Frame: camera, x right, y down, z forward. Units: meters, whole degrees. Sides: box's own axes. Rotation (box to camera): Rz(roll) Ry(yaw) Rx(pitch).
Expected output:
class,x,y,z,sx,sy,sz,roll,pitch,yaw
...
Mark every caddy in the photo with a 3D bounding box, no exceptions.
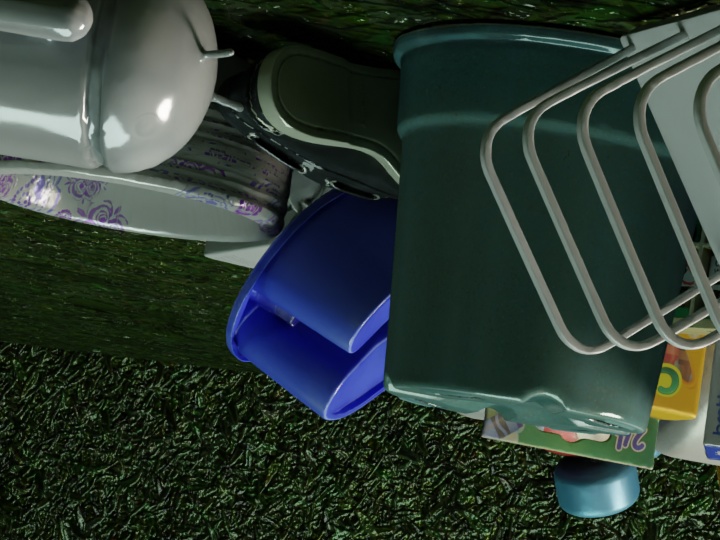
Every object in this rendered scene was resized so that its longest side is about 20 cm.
class,x,y,z,sx,sy,sz,roll,pitch,yaw
caddy,0.000,0.000,1.341,0.105,0.200,0.141,41,138,18

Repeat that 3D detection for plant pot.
class,x,y,z,sx,sy,sz,roll,pitch,yaw
plant pot,0.100,-0.016,1.180,0.200,0.196,0.200,10,172,1

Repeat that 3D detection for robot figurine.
class,x,y,z,sx,sy,sz,roll,pitch,yaw
robot figurine,-0.160,-0.113,1.095,0.200,0.113,0.170,9,174,4

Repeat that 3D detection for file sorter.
class,x,y,z,sx,sy,sz,roll,pitch,yaw
file sorter,0.164,-0.040,0.969,0.124,0.139,0.200,-29,-171,-24

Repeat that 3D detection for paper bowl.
class,x,y,z,sx,sy,sz,roll,pitch,yaw
paper bowl,-0.137,-0.087,1.298,0.200,0.105,0.201,10,172,1

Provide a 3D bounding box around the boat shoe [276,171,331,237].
class,x,y,z,sx,sy,sz,roll,pitch,yaw
boat shoe,-0.041,-0.062,1.414,0.202,0.086,0.075,7,174,0

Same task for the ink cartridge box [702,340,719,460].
class,x,y,z,sx,sy,sz,roll,pitch,yaw
ink cartridge box,0.217,0.001,1.137,0.044,0.200,0.094,7,172,11

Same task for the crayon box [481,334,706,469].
class,x,y,z,sx,sy,sz,roll,pitch,yaw
crayon box,0.155,0.016,1.326,0.126,0.200,0.052,12,172,-20

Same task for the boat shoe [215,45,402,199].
class,x,y,z,sx,sy,sz,roll,pitch,yaw
boat shoe,-0.006,-0.079,1.251,0.066,0.075,0.199,-10,165,40

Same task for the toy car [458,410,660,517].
class,x,y,z,sx,sy,sz,roll,pitch,yaw
toy car,0.112,0.072,1.592,0.200,0.185,0.177,-3,-161,23

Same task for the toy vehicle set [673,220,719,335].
class,x,y,z,sx,sy,sz,roll,pitch,yaw
toy vehicle set,0.232,-0.024,1.222,0.200,0.125,0.026,2,169,45

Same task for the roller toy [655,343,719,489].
class,x,y,z,sx,sy,sz,roll,pitch,yaw
roller toy,0.276,0.048,1.463,0.139,0.200,0.183,10,151,-10

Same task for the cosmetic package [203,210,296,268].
class,x,y,z,sx,sy,sz,roll,pitch,yaw
cosmetic package,-0.029,-0.042,1.594,0.113,0.081,0.200,13,171,-26
